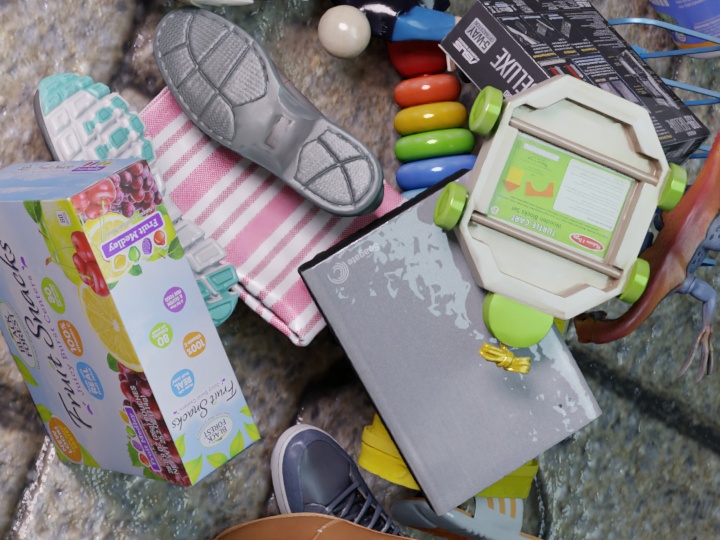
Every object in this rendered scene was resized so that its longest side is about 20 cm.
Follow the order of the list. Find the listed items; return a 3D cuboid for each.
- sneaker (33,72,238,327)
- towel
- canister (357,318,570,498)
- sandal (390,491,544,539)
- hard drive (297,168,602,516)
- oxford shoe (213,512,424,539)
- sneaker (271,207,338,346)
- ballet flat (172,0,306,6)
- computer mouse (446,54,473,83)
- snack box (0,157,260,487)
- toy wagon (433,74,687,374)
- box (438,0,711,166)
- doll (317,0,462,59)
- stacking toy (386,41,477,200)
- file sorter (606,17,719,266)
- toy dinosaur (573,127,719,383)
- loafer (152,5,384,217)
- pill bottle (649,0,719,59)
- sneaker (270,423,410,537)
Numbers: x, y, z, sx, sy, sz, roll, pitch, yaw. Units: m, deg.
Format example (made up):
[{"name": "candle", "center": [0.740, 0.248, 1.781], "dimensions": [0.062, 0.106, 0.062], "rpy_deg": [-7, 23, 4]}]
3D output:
[{"name": "sneaker", "center": [-0.169, -0.036, 1.297], "dimensions": [0.077, 0.091, 0.201], "rpy_deg": [-32, 92, -47]}, {"name": "towel", "center": [-0.070, -0.058, 1.363], "dimensions": [0.200, 0.030, 0.146], "rpy_deg": [41, 60, -1]}, {"name": "canister", "center": [0.087, 0.060, 1.431], "dimensions": [0.148, 0.086, 0.201], "rpy_deg": [10, 97, -45]}, {"name": "sandal", "center": [0.101, 0.191, 1.542], "dimensions": [0.206, 0.079, 0.060], "rpy_deg": [25, 73, -47]}, {"name": "hard drive", "center": [0.063, 0.049, 1.343], "dimensions": [0.139, 0.033, 0.201], "rpy_deg": [-31, 101, -7]}, {"name": "oxford shoe", "center": [-0.020, 0.207, 1.358], "dimensions": [0.071, 0.199, 0.072], "rpy_deg": [34, 58, -73]}, {"name": "sneaker", "center": [0.000, 0.000, 1.448], "dimensions": [0.098, 0.071, 0.201], "rpy_deg": [-50, 119, -20]}, {"name": "ballet flat", "center": [-0.078, -0.214, 1.356], "dimensions": [0.200, 0.075, 0.068], "rpy_deg": [-14, 132, -53]}, {"name": "computer mouse", "center": [0.148, -0.104, 1.480], "dimensions": [0.200, 0.044, 0.110], "rpy_deg": [52, 22, 8]}, {"name": "snack box", "center": [-0.168, 0.031, 1.239], "dimensions": [0.068, 0.168, 0.201], "rpy_deg": [-31, 111, -33]}, {"name": "toy wagon", "center": [0.127, -0.029, 1.313], "dimensions": [0.154, 0.040, 0.201], "rpy_deg": [21, 92, -13]}, {"name": "box", "center": [0.167, -0.136, 1.452], "dimensions": [0.158, 0.050, 0.200], "rpy_deg": [49, 27, 13]}, {"name": "doll", "center": [0.039, -0.216, 1.471], "dimensions": [0.200, 0.136, 0.049], "rpy_deg": [-38, 157, -40]}, {"name": "stacking toy", "center": [0.060, -0.102, 1.503], "dimensions": [0.085, 0.085, 0.201], "rpy_deg": [-8, 91, -41]}, {"name": "file sorter", "center": [0.227, -0.104, 1.619], "dimensions": [0.138, 0.122, 0.201], "rpy_deg": [8, 84, -42]}, {"name": "toy dinosaur", "center": [0.227, -0.020, 1.463], "dimensions": [0.181, 0.105, 0.201], "rpy_deg": [-36, 133, -48]}, {"name": "loafer", "center": [-0.064, -0.104, 1.343], "dimensions": [0.072, 0.200, 0.063], "rpy_deg": [-48, 167, 1]}, {"name": "pill bottle", "center": [0.282, -0.293, 1.676], "dimensions": [0.200, 0.112, 0.112], "rpy_deg": [53, 58, -27]}, {"name": "sneaker", "center": [0.024, 0.201, 1.425], "dimensions": [0.077, 0.146, 0.203], "rpy_deg": [-41, 114, -32]}]
